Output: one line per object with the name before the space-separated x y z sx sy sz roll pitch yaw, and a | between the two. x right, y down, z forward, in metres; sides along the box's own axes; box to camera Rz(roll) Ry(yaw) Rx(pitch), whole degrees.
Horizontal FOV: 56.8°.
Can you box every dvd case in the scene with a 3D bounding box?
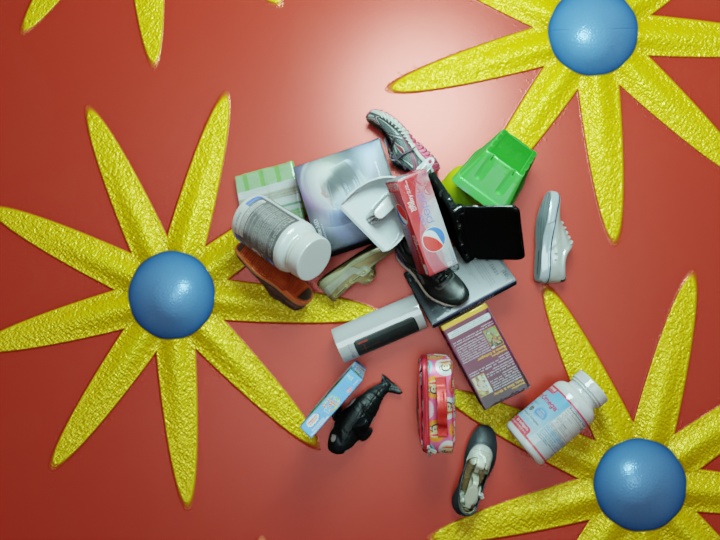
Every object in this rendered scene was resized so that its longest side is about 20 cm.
dvd case | 0.211 0.017 1.430 0.200 0.025 0.151 -27 54 1

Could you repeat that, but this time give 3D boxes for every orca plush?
orca plush | 0.013 0.321 1.429 0.200 0.071 0.105 -34 107 -14

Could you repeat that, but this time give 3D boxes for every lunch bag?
lunch bag | 0.160 0.277 1.383 0.082 0.176 0.201 -1 87 2

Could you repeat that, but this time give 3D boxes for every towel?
towel | -0.194 -0.129 1.477 0.149 0.031 0.201 -11 85 14

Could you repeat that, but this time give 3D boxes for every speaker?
speaker | 0.039 0.126 1.443 0.199 0.081 0.081 -23 87 1

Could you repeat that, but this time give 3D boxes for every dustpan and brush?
dustpan and brush | 0.075 -0.154 1.341 0.140 0.057 0.200 45 75 -5

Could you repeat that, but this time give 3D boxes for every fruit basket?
fruit basket | 0.257 -0.182 1.409 0.155 0.216 0.216 37 90 4

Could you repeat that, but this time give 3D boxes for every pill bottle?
pill bottle | 0.417 0.306 1.404 0.200 0.109 0.109 -40 87 0
pill bottle | -0.161 -0.066 1.365 0.200 0.114 0.114 33 90 32

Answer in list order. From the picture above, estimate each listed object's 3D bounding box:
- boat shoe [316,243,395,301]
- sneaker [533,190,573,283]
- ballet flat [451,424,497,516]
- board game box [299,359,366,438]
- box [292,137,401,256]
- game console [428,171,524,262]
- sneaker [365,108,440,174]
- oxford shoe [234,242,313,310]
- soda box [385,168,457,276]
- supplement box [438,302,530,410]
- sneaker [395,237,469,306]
boat shoe | 0.000 0.000 1.443 0.200 0.074 0.066 -31 97 24
sneaker | 0.421 -0.070 1.444 0.071 0.073 0.201 4 97 -6
ballet flat | 0.249 0.434 1.427 0.073 0.073 0.201 19 88 3
board game box | -0.052 0.261 1.381 0.037 0.200 0.151 41 90 4
box | -0.019 -0.150 1.435 0.198 0.123 0.201 -19 87 3
game console | 0.237 -0.110 1.359 0.116 0.200 0.176 -27 56 1
sneaker | 0.083 -0.272 1.455 0.075 0.081 0.200 -44 87 2
oxford shoe | -0.200 0.018 1.451 0.200 0.073 0.071 42 47 -5
soda box | 0.121 -0.094 1.308 0.070 0.063 0.201 -24 103 -14
supplement box | 0.262 0.181 1.427 0.110 0.086 0.200 -28 86 1
sneaker | 0.141 -0.004 1.389 0.076 0.088 0.200 -45 65 -9
